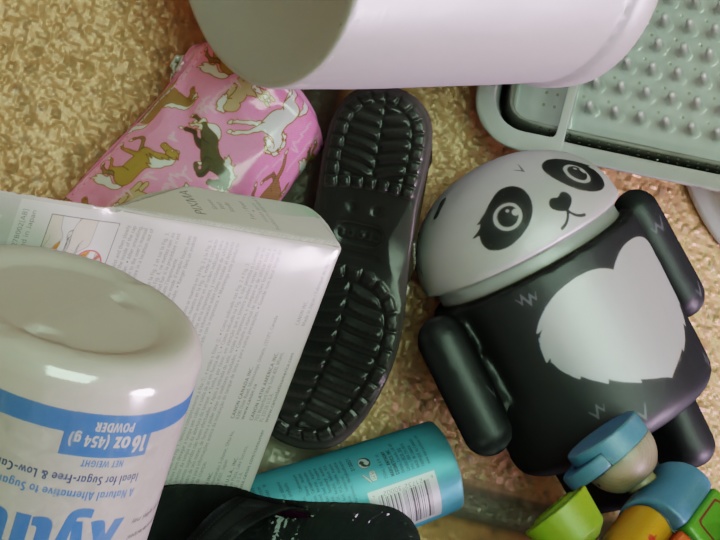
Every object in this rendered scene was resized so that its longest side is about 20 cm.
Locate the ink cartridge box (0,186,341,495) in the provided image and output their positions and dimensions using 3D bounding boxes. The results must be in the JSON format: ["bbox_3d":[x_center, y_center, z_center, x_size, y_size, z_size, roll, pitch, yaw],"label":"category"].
[{"bbox_3d":[-0.124,0.035,1.340,0.200,0.050,0.161,10,112,-31],"label":"ink cartridge box"}]

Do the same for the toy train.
[{"bbox_3d":[0.125,0.157,1.338,0.116,0.085,0.200,50,39,-2],"label":"toy train"}]

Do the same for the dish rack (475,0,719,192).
[{"bbox_3d":[0.176,-0.128,1.515,0.200,0.044,0.172,13,78,12],"label":"dish rack"}]

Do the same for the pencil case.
[{"bbox_3d":[-0.110,-0.028,1.409,0.200,0.086,0.083,-50,140,-18],"label":"pencil case"}]

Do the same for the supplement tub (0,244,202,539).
[{"bbox_3d":[-0.159,0.102,1.247,0.132,0.132,0.200,9,112,-21],"label":"supplement tub"}]

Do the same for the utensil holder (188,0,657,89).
[{"bbox_3d":[0.030,-0.175,1.397,0.200,0.170,0.170,-6,87,-37],"label":"utensil holder"}]

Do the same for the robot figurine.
[{"bbox_3d":[0.113,0.031,1.466,0.125,0.150,0.200,-26,97,18],"label":"robot figurine"}]

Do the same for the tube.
[{"bbox_3d":[-0.044,0.136,1.441,0.200,0.050,0.078,-18,89,-17],"label":"tube"}]

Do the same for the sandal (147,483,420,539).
[{"bbox_3d":[-0.049,0.142,1.369,0.200,0.048,0.075,0,82,-33],"label":"sandal"}]

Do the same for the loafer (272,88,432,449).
[{"bbox_3d":[0.000,0.000,1.451,0.073,0.071,0.200,20,97,7],"label":"loafer"}]

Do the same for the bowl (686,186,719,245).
[{"bbox_3d":[0.291,-0.084,1.568,0.201,0.090,0.201,2,84,-22],"label":"bowl"}]
